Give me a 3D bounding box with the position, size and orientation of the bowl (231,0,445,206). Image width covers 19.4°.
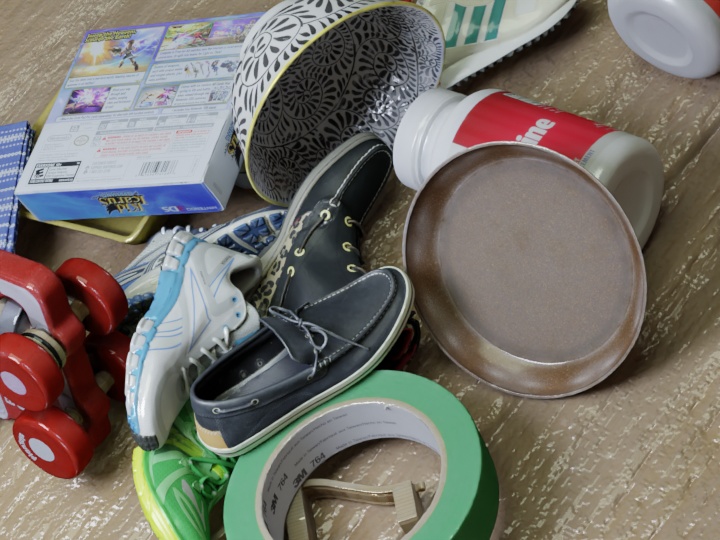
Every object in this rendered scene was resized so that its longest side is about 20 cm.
[{"bbox_3d":[-0.036,-0.158,1.697,0.200,0.201,0.094,-39,59,-7],"label":"bowl"}]

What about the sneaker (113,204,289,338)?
[{"bbox_3d":[-0.139,-0.010,1.744,0.199,0.077,0.085,-28,43,0],"label":"sneaker"}]

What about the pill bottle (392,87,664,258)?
[{"bbox_3d":[0.128,-0.076,1.648,0.199,0.112,0.113,22,67,35],"label":"pill bottle"}]

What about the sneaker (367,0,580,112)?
[{"bbox_3d":[0.090,-0.216,1.768,0.199,0.094,0.070,-30,10,4],"label":"sneaker"}]

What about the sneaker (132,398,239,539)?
[{"bbox_3d":[-0.126,0.145,1.606,0.083,0.074,0.201,-17,38,9],"label":"sneaker"}]

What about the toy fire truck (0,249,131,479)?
[{"bbox_3d":[-0.270,0.061,1.669,0.167,0.201,0.112,17,52,28],"label":"toy fire truck"}]

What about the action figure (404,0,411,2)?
[{"bbox_3d":[0.118,-0.273,1.842,0.199,0.052,0.066,-22,54,11],"label":"action figure"}]

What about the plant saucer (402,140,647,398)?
[{"bbox_3d":[0.125,-0.003,1.570,0.199,0.202,0.032,8,23,28],"label":"plant saucer"}]

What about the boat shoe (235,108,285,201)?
[{"bbox_3d":[-0.056,-0.150,1.811,0.074,0.069,0.201,16,62,34],"label":"boat shoe"}]

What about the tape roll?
[{"bbox_3d":[0.000,0.166,1.531,0.199,0.048,0.201,-13,46,14],"label":"tape roll"}]

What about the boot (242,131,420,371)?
[{"bbox_3d":[0.000,0.001,1.673,0.153,0.073,0.204,30,81,35],"label":"boot"}]

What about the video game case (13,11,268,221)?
[{"bbox_3d":[-0.175,-0.129,1.781,0.199,0.045,0.182,-2,55,31],"label":"video game case"}]

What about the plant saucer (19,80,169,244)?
[{"bbox_3d":[-0.205,-0.106,1.848,0.199,0.049,0.201,13,62,40],"label":"plant saucer"}]

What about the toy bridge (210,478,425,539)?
[{"bbox_3d":[-0.044,0.192,1.582,0.199,0.027,0.068,-19,49,9],"label":"toy bridge"}]

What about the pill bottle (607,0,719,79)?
[{"bbox_3d":[0.294,-0.261,1.710,0.112,0.113,0.200,23,68,35],"label":"pill bottle"}]

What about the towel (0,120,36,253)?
[{"bbox_3d":[-0.358,-0.042,1.827,0.144,0.024,0.201,-10,47,13],"label":"towel"}]

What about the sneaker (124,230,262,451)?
[{"bbox_3d":[-0.123,0.052,1.608,0.086,0.075,0.201,8,52,9],"label":"sneaker"}]

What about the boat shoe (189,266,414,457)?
[{"bbox_3d":[-0.044,0.059,1.571,0.200,0.062,0.075,-36,43,-10],"label":"boat shoe"}]
